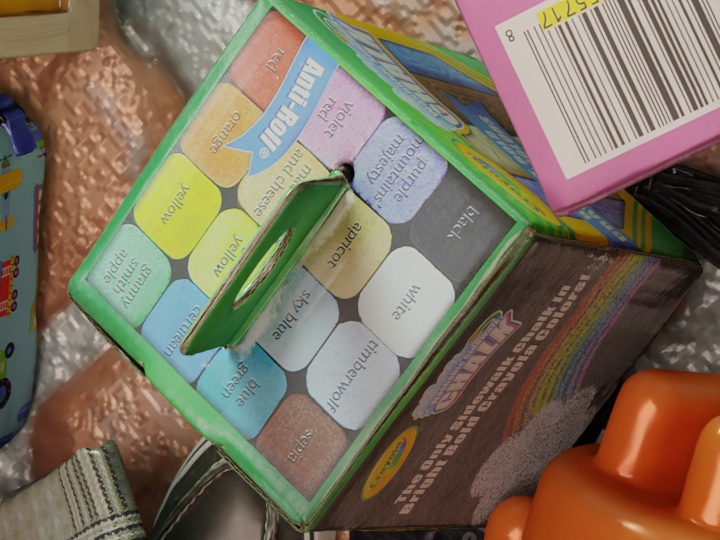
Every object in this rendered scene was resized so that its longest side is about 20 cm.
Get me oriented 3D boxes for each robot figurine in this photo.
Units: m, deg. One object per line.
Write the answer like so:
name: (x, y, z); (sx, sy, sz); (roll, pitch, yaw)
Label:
robot figurine: (0.097, 0.134, 0.903); (0.143, 0.117, 0.201); (17, 101, 10)

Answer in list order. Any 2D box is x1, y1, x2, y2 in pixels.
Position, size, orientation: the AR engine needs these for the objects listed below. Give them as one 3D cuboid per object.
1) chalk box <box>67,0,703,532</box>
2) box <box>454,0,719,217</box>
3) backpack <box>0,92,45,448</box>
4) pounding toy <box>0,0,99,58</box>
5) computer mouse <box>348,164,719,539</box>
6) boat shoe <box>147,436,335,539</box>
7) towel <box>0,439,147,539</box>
chalk box: (0.000, 0.000, 0.899); (0.124, 0.200, 0.125); (43, 105, 24)
box: (0.142, -0.107, 0.854); (0.175, 0.200, 0.097); (-25, 91, 23)
backpack: (-0.219, 0.014, 1.022); (0.134, 0.200, 0.184); (11, 103, 19)
pounding toy: (-0.154, -0.168, 0.981); (0.142, 0.199, 0.186); (14, 107, 48)
computer mouse: (0.084, 0.047, 0.992); (0.140, 0.046, 0.201); (23, 97, 25)
boat shoe: (-0.066, 0.148, 1.061); (0.070, 0.064, 0.201); (25, 108, 16)
towel: (-0.130, 0.183, 1.053); (0.200, 0.034, 0.194); (-29, 73, 45)
